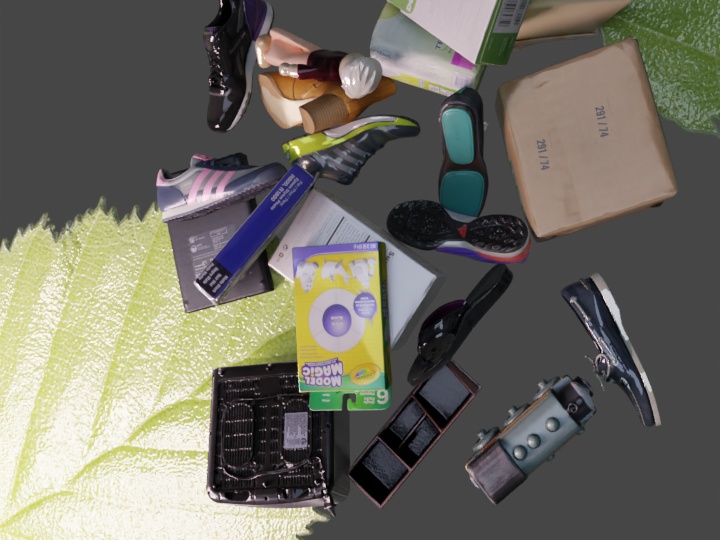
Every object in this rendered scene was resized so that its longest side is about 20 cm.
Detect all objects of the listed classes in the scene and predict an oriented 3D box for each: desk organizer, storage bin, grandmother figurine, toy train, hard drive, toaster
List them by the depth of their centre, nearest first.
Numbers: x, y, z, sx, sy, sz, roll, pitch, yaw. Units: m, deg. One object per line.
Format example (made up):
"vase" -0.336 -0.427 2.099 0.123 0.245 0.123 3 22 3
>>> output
"storage bin" 0.218 -0.397 0.935 0.195 0.093 0.204 -13 84 -26
"toy train" 0.215 0.211 0.954 0.199 0.114 0.086 -42 81 8
"grandmother figurine" -0.053 -0.267 0.968 0.197 0.120 0.062 25 135 37
"desk organizer" 0.071 0.212 1.006 0.071 0.077 0.201 40 96 11
"toaster" -0.104 0.228 1.007 0.175 0.119 0.206 -7 68 13
"hard drive" -0.211 -0.054 1.102 0.136 0.033 0.206 -14 85 12

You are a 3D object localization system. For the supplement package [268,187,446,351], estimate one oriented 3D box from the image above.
"supplement package" 0.000 0.000 1.007 0.198 0.121 0.121 36 97 11

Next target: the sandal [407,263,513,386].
"sandal" 0.120 0.063 1.001 0.048 0.075 0.202 40 88 -11

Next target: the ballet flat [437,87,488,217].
"ballet flat" 0.136 -0.147 0.981 0.071 0.203 0.074 -5 44 5

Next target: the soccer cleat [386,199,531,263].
"soccer cleat" 0.128 -0.043 0.998 0.195 0.073 0.070 9 70 24

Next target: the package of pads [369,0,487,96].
"package of pads" 0.108 -0.332 0.990 0.151 0.069 0.204 19 68 11

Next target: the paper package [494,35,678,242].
"paper package" 0.281 -0.159 0.959 0.186 0.103 0.206 -16 85 13

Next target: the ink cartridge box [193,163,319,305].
"ink cartridge box" -0.136 -0.045 0.972 0.040 0.200 0.201 40 79 -6

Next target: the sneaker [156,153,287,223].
"sneaker" -0.197 -0.130 1.049 0.195 0.070 0.084 -17 87 10

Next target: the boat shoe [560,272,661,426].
"boat shoe" 0.316 0.105 0.955 0.061 0.075 0.205 -24 82 9

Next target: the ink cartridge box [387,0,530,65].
"ink cartridge box" 0.107 -0.333 0.880 0.200 0.058 0.106 47 133 36

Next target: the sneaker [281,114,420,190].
"sneaker" -0.008 -0.164 1.050 0.195 0.074 0.083 -14 99 15

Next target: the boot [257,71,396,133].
"boot" -0.048 -0.251 1.053 0.142 0.072 0.200 -27 37 -21

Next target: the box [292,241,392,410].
"box" -0.022 0.071 0.926 0.114 0.048 0.207 -4 91 14

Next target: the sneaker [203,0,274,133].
"sneaker" -0.196 -0.302 1.071 0.074 0.087 0.206 14 87 41
